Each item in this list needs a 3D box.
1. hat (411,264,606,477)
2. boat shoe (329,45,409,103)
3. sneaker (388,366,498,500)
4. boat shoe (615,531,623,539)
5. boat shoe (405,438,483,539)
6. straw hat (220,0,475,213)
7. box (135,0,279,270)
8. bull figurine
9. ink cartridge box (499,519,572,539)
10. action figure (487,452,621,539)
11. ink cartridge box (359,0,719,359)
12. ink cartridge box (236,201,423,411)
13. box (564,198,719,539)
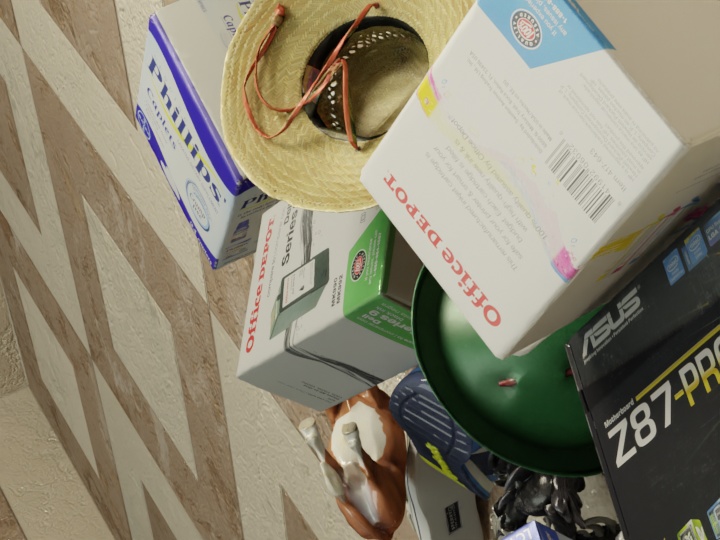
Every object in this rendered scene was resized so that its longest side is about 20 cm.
[{"bbox_3d":[0.152,0.015,0.898,0.176,0.198,0.167,136,144,-57],"label":"hat"},{"bbox_3d":[0.019,-0.117,1.175,0.070,0.070,0.200,70,159,-1],"label":"boat shoe"},{"bbox_3d":[0.076,0.100,1.173,0.074,0.083,0.200,33,168,20],"label":"sneaker"},{"bbox_3d":[0.230,0.235,1.017,0.086,0.074,0.203,107,146,-56],"label":"boat shoe"},{"bbox_3d":[0.066,0.174,1.375,0.066,0.071,0.201,47,158,44],"label":"boat shoe"},{"bbox_3d":[0.012,-0.120,1.045,0.085,0.201,0.202,22,-152,-55],"label":"straw hat"},{"bbox_3d":[-0.120,-0.131,1.472,0.185,0.104,0.200,61,159,15],"label":"box"},{"bbox_3d":[-0.001,0.133,1.320,0.122,0.065,0.201,57,-169,-30],"label":"bull figurine"},{"bbox_3d":[0.112,0.228,1.086,0.199,0.119,0.042,30,-148,-45],"label":"ink cartridge box"},{"bbox_3d":[0.134,0.172,1.148,0.119,0.101,0.201,61,140,39],"label":"action figure"},{"bbox_3d":[0.106,-0.062,0.819,0.129,0.125,0.200,53,137,16],"label":"ink cartridge box"},{"bbox_3d":[0.000,0.000,1.151,0.200,0.083,0.147,-32,43,50],"label":"ink cartridge box"},{"bbox_3d":[0.191,0.050,0.762,0.200,0.049,0.162,-47,42,40],"label":"box"}]
